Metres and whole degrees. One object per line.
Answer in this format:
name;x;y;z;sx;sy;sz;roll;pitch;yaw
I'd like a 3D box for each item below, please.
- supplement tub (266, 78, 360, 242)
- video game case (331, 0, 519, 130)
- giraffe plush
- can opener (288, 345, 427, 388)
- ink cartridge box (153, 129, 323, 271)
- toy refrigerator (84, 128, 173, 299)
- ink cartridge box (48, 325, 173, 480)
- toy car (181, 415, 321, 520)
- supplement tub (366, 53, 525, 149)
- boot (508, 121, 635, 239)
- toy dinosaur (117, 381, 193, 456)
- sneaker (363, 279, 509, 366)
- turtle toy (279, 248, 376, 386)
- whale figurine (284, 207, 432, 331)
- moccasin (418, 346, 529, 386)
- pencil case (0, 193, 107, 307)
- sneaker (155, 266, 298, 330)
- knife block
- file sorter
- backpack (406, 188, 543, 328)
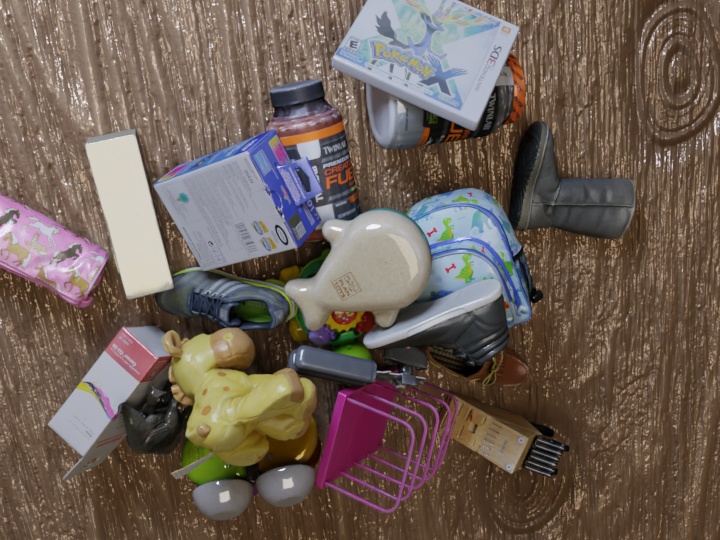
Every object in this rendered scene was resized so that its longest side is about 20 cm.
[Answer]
supplement tub;-0.065;-0.147;1.004;0.106;0.107;0.203;-16;110;-12
video game case;0.087;-0.287;0.965;0.198;0.022;0.184;24;61;4
giraffe plush;-0.172;0.147;0.957;0.198;0.163;0.174;-18;148;-25
can opener;0.001;0.123;1.030;0.198;0.053;0.068;15;68;-21
ink cartridge box;-0.144;-0.088;0.953;0.198;0.077;0.138;-11;117;34
toy refrigerator;-0.299;-0.073;0.970;0.069;0.076;0.203;-14;109;-13
ink cartridge box;-0.330;0.172;0.999;0.067;0.116;0.201;38;91;8
toy car;-0.151;0.262;1.078;0.197;0.177;0.151;-12;150;0
supplement tub;0.116;-0.237;1.026;0.197;0.123;0.124;-11;108;-14
boot;0.334;-0.133;1.151;0.197;0.073;0.184;2;118;-11
toy dinosaur;-0.267;0.205;0.990;0.076;0.200;0.103;25;87;3
sneaker;0.107;0.092;0.993;0.198;0.071;0.100;-21;111;13
turtle toy;-0.030;0.066;1.077;0.144;0.101;0.203;-14;109;-13
whale figurine;0.000;0.000;0.985;0.199;0.104;0.160;-31;100;19
moccasin;0.181;0.140;1.176;0.200;0.078;0.074;25;97;-22
pencil case;-0.417;-0.030;0.942;0.199;0.083;0.087;29;95;-23
sneaker;-0.185;0.042;1.014;0.197;0.081;0.075;3;104;8
knife block;0.243;0.271;1.250;0.198;0.175;0.065;28;97;23
file sorter;0.047;0.240;1.081;0.124;0.199;0.141;19;102;23
backpack;0.142;-0.003;1.066;0.181;0.147;0.202;-16;107;22
